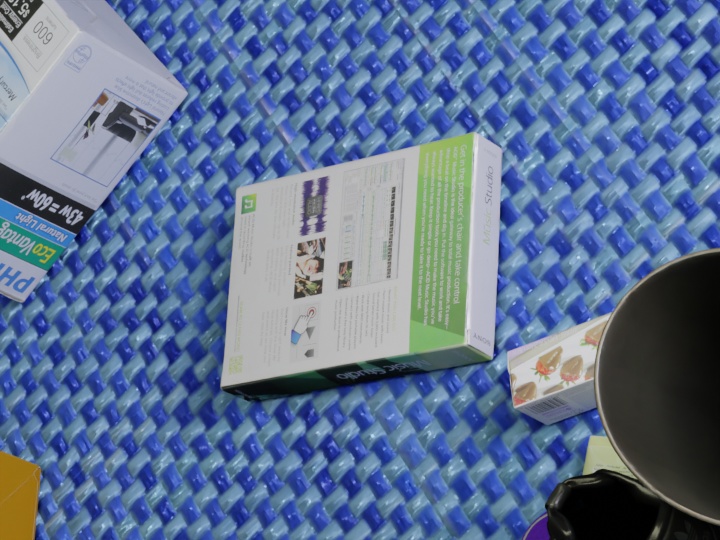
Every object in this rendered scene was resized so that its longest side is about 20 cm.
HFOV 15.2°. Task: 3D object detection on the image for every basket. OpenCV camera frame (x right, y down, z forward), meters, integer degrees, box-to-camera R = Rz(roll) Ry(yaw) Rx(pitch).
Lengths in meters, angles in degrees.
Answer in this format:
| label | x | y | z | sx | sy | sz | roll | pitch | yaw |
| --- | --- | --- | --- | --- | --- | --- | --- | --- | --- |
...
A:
| label | x | y | z | sx | sy | sz | roll | pitch | yaw |
| --- | --- | --- | --- | --- | --- | --- | --- | --- | --- |
| basket | 0.243 | 0.086 | 1.397 | 0.180 | 0.200 | 0.136 | 27 | 90 | 41 |

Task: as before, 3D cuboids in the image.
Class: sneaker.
| label | x | y | z | sx | sy | sz | roll | pitch | yaw |
| --- | --- | --- | --- | --- | --- | --- | --- | --- | --- |
| sneaker | 0.132 | 0.140 | 1.457 | 0.200 | 0.099 | 0.070 | -3 | 59 | 59 |

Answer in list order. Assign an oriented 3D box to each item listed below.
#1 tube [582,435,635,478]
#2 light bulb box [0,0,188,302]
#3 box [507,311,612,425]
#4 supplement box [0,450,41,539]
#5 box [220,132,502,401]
| label | x | y | z | sx | sy | sz | roll | pitch | yaw |
| --- | --- | --- | --- | --- | --- | --- | --- | --- | --- |
| tube | 0.140 | 0.190 | 1.544 | 0.058 | 0.052 | 0.201 | 12 | 73 | 6 |
| light bulb box | -0.265 | -0.123 | 1.944 | 0.200 | 0.125 | 0.198 | -51 | 49 | 9 |
| box | 0.178 | 0.039 | 1.577 | 0.200 | 0.041 | 0.039 | -23 | 59 | 31 |
| supplement box | -0.361 | 0.185 | 1.845 | 0.199 | 0.197 | 0.133 | -12 | 65 | 34 |
| box | 0.000 | 0.000 | 1.741 | 0.199 | 0.036 | 0.145 | -12 | 65 | 37 |
